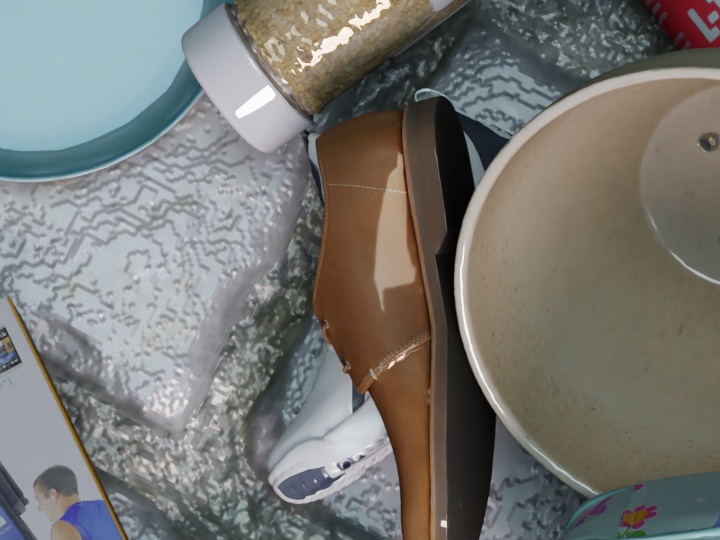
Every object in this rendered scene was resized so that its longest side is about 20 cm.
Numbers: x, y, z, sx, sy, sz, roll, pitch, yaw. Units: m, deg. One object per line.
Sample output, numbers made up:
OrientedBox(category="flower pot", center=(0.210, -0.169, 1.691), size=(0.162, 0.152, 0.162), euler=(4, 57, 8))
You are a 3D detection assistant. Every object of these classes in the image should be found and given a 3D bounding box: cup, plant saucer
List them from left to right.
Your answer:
OrientedBox(category="plant saucer", center=(-0.156, -0.138, 0.974), size=(0.199, 0.027, 0.201), euler=(1, 81, -3))
OrientedBox(category="cup", center=(0.155, -0.011, 0.858), size=(0.200, 0.143, 0.201), euler=(8, 116, 17))

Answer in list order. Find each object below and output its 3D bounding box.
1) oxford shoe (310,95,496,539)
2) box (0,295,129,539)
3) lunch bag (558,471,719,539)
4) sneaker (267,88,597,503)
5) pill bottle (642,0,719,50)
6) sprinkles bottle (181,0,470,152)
OrientedBox(category="oxford shoe", center=(0.016, 0.031, 0.868), size=(0.071, 0.071, 0.201), euler=(-9, 80, 17))
OrientedBox(category="box", center=(-0.175, 0.102, 0.897), size=(0.119, 0.042, 0.200), euler=(-27, 62, -8))
OrientedBox(category="lunch bag", center=(0.167, 0.159, 0.790), size=(0.199, 0.077, 0.161), euler=(-9, 100, 18))
OrientedBox(category="sneaker", center=(0.000, 0.000, 0.937), size=(0.130, 0.079, 0.199), euler=(42, 87, 9))
OrientedBox(category="pill bottle", center=(0.178, -0.156, 0.950), size=(0.112, 0.112, 0.200), euler=(-37, 85, -7))
OrientedBox(category="sprinkles bottle", center=(0.016, -0.136, 0.913), size=(0.200, 0.068, 0.068), euler=(-36, 84, 10))
